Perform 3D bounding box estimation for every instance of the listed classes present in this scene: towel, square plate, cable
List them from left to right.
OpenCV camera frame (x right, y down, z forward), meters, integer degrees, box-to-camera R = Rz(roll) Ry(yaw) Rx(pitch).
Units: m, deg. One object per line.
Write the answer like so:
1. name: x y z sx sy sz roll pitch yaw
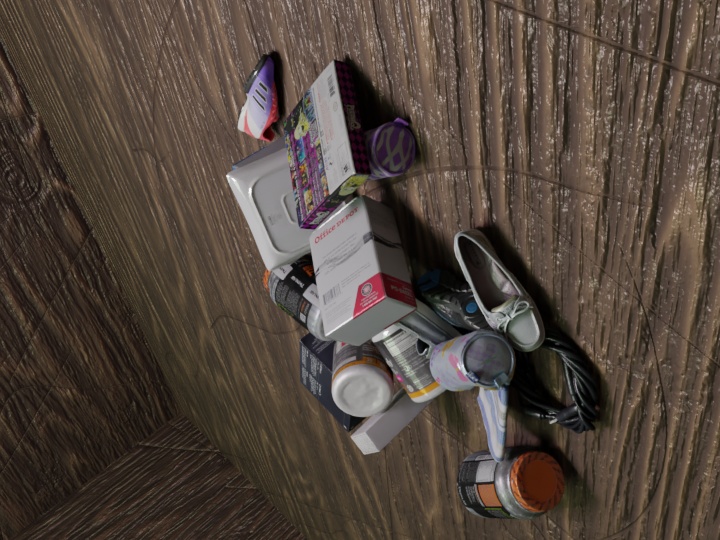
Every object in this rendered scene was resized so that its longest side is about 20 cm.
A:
1. square plate: -0.107 -0.118 1.321 0.201 0.197 0.028 69 170 -27
2. towel: 0.220 0.207 1.259 0.148 0.024 0.201 -97 0 -48
3. cable: 0.291 0.170 1.154 0.163 0.051 0.201 31 144 43

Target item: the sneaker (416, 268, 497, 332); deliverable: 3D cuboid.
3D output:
1. sneaker: 0.180 0.061 1.213 0.200 0.073 0.082 33 164 47

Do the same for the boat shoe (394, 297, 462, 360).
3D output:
1. boat shoe: 0.119 0.113 1.285 0.200 0.072 0.070 39 177 -27

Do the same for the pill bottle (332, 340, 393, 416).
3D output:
1. pill bottle: 0.004 0.178 1.460 0.200 0.115 0.117 -90 -17 -60

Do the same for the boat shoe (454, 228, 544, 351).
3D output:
1. boat shoe: 0.198 0.030 1.097 0.203 0.074 0.065 61 -164 6

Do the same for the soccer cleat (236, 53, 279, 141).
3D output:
1. soccer cleat: -0.174 -0.311 1.370 0.073 0.068 0.200 29 148 -2

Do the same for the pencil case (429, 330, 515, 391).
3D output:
1. pencil case: 0.170 0.143 1.162 0.091 0.083 0.200 42 167 -2

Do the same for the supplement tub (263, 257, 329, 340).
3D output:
1. supplement tub: -0.111 0.051 1.606 0.200 0.122 0.123 34 147 34

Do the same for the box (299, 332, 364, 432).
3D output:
1. box: -0.046 0.242 1.744 0.182 0.104 0.201 43 152 24

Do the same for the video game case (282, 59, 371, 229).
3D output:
1. video game case: -0.058 -0.193 1.179 0.181 0.036 0.202 -38 56 49

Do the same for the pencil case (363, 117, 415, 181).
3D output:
1. pencil case: 0.005 -0.184 1.193 0.084 0.086 0.199 25 169 -32

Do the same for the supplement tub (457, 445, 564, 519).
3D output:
1. supplement tub: 0.267 0.379 1.344 0.123 0.122 0.200 54 154 1

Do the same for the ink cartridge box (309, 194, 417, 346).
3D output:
1. ink cartridge box: 0.000 0.000 1.250 0.145 0.083 0.201 -35 52 34

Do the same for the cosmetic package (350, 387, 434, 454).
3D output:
1. cosmetic package: 0.077 0.273 1.463 0.051 0.200 0.083 52 154 -1

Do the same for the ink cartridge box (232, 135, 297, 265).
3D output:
1. ink cartridge box: -0.136 -0.132 1.408 0.084 0.144 0.201 27 142 44

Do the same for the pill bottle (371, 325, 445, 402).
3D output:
1. pill bottle: 0.091 0.128 1.368 0.201 0.116 0.116 56 154 -2
